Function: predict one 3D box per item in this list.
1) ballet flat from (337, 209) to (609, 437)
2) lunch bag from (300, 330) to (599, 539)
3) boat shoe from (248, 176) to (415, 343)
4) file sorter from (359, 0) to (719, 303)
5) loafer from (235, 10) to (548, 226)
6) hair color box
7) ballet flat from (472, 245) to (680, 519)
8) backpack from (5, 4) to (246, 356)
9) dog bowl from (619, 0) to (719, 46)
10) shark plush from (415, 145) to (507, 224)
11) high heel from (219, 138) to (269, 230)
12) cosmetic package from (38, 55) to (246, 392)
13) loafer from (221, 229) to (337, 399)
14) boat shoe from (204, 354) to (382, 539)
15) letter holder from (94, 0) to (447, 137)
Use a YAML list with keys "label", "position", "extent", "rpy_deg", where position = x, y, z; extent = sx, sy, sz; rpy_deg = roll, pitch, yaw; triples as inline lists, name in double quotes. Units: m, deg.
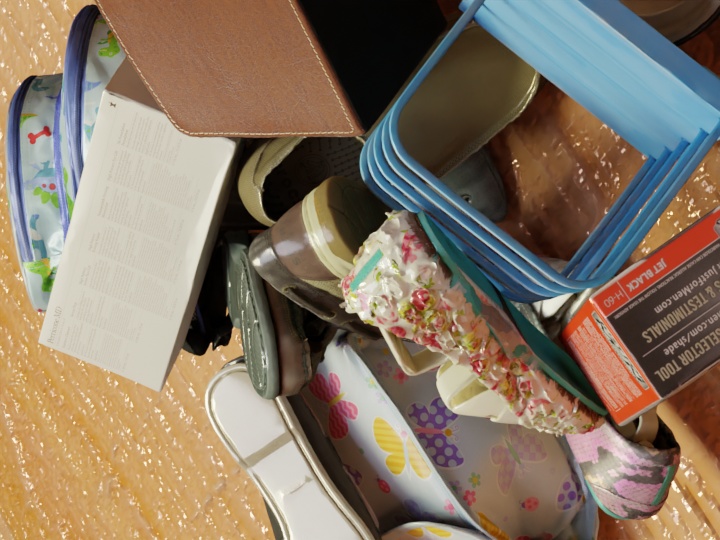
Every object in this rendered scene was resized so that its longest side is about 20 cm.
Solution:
- label: "ballet flat"
  position: [0.054, 0.036, 1.347]
  extent: [0.200, 0.064, 0.076]
  rpy_deg: [43, -167, -42]
- label: "lunch bag"
  position: [0.037, 0.122, 1.581]
  extent: [0.200, 0.127, 0.169]
  rpy_deg: [58, 147, -2]
- label: "boat shoe"
  position: [0.000, 0.001, 1.432]
  extent: [0.066, 0.201, 0.072]
  rpy_deg: [-19, 71, 17]
- label: "file sorter"
  position: [0.085, -0.065, 1.299]
  extent: [0.139, 0.123, 0.200]
  rpy_deg: [37, 175, -1]
- label: "loafer"
  position: [0.021, -0.075, 1.459]
  extent: [0.076, 0.200, 0.067]
  rpy_deg: [53, -166, -19]
- label: "hair color box"
  position: [0.159, 0.020, 1.289]
  extent: [0.061, 0.101, 0.200]
  rpy_deg: [55, 175, 5]
- label: "ballet flat"
  position: [0.124, 0.044, 1.458]
  extent: [0.071, 0.069, 0.200]
  rpy_deg: [-56, 47, 34]
- label: "backpack"
  position: [-0.148, -0.069, 1.675]
  extent: [0.183, 0.146, 0.201]
  rpy_deg: [-82, -8, -70]
- label: "dog bowl"
  position: [0.145, -0.213, 1.290]
  extent: [0.200, 0.074, 0.201]
  rpy_deg: [32, 133, 43]
- label: "shark plush"
  position: [0.036, -0.122, 1.509]
  extent: [0.083, 0.091, 0.201]
  rpy_deg: [7, 111, 32]
- label: "high heel"
  position: [-0.028, -0.106, 1.547]
  extent: [0.072, 0.142, 0.201]
  rpy_deg: [-102, 15, -52]
- label: "cosmetic package"
  position: [-0.125, -0.027, 1.538]
  extent: [0.082, 0.051, 0.200]
  rpy_deg: [21, 130, 1]
- label: "loafer"
  position: [-0.040, 0.017, 1.500]
  extent: [0.200, 0.063, 0.072]
  rpy_deg: [-118, 24, -70]
- label: "boat shoe"
  position: [-0.023, 0.138, 1.528]
  extent: [0.067, 0.057, 0.201]
  rpy_deg: [-27, 87, 21]
- label: "letter holder"
  position: [-0.068, -0.177, 1.394]
  extent: [0.142, 0.101, 0.200]
  rpy_deg: [0, 130, 38]
